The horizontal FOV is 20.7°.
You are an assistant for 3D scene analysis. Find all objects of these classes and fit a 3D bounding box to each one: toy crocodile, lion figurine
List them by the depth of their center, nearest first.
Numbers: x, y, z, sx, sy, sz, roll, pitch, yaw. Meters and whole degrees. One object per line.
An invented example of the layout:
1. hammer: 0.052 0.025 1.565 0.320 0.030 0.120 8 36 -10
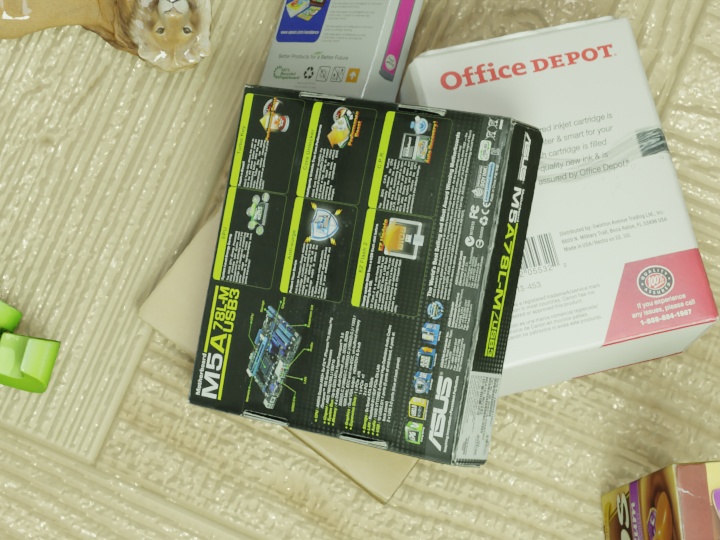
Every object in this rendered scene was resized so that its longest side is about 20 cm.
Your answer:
1. toy crocodile: -0.277 0.023 1.224 0.199 0.062 0.068 29 81 6
2. lion figurine: -0.191 -0.183 1.266 0.198 0.072 0.124 -3 92 14

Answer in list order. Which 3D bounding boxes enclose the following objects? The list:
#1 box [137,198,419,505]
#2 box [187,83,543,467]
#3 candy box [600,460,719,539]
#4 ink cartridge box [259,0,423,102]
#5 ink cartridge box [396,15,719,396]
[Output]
1. box: -0.015 0.024 1.243 0.199 0.021 0.164 37 82 6
2. box: 0.000 0.000 1.162 0.192 0.047 0.202 9 89 34
3. candy box: 0.186 0.176 1.124 0.056 0.200 0.118 -4 79 -4
4. ink cartridge box: 0.002 -0.197 1.253 0.094 0.037 0.202 7 79 42
5. ink cartridge box: 0.116 -0.039 1.208 0.143 0.084 0.202 -12 75 -11
